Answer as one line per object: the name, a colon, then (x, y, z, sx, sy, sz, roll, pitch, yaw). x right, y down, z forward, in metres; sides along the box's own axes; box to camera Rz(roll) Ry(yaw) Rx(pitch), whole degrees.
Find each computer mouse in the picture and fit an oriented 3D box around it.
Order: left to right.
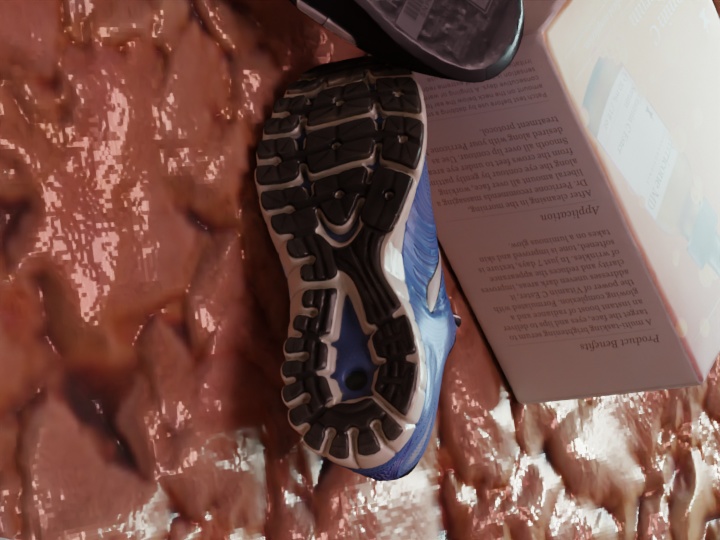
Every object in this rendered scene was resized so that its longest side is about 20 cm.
computer mouse: (-0.010, -0.169, 1.237, 0.200, 0.046, 0.141, 29, 60, -18)

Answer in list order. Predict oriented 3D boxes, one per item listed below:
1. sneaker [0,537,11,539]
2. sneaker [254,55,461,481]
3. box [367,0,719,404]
sneaker: (-0.191, 0.145, 0.887, 0.200, 0.121, 0.084, -38, 118, -19)
sneaker: (0.000, 0.000, 1.239, 0.089, 0.078, 0.201, 60, 28, -64)
box: (0.110, -0.062, 1.363, 0.200, 0.106, 0.152, 62, 40, -25)
